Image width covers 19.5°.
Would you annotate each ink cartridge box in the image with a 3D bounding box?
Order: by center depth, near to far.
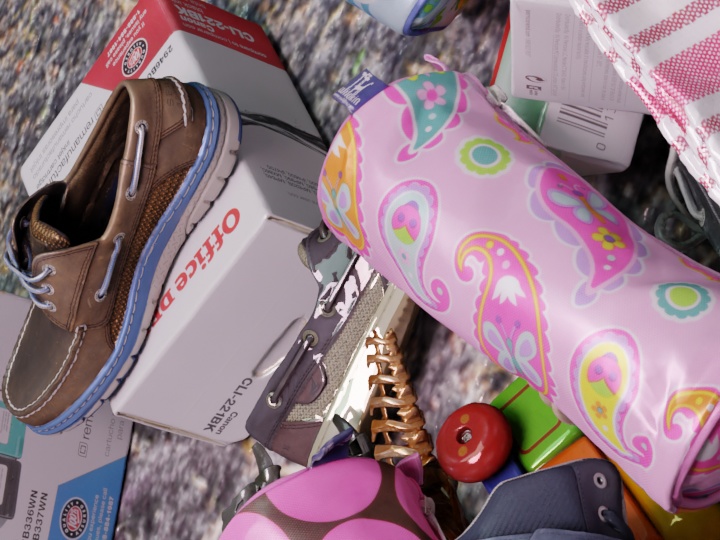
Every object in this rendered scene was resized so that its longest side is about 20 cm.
[{"bbox_3d":[0.081,-0.120,0.920,0.200,0.050,0.162,-179,105,-71],"label":"ink cartridge box"},{"bbox_3d":[-0.089,-0.030,1.111,0.144,0.083,0.200,-51,45,23],"label":"ink cartridge box"},{"bbox_3d":[-0.249,0.084,1.160,0.146,0.199,0.148,-5,72,48],"label":"ink cartridge box"}]

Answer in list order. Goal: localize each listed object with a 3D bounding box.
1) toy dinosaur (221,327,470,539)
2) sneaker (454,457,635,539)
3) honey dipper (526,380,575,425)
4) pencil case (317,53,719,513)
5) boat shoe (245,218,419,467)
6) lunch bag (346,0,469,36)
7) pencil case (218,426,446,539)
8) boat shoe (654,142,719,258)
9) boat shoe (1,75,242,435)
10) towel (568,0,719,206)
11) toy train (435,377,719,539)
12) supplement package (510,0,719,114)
[{"bbox_3d":[0.015,0.126,0.912,0.135,0.102,0.201,23,99,50],"label":"toy dinosaur"},{"bbox_3d":[0.116,0.142,0.737,0.077,0.201,0.147,112,164,-50],"label":"sneaker"},{"bbox_3d":[0.043,-0.009,0.875,0.038,0.038,0.200,-57,44,16],"label":"honey dipper"},{"bbox_3d":[0.072,0.001,0.766,0.200,0.087,0.088,41,107,30],"label":"pencil case"},{"bbox_3d":[0.000,0.000,0.993,0.072,0.064,0.201,-37,-34,-83],"label":"boat shoe"},{"bbox_3d":[0.053,-0.208,0.968,0.082,0.161,0.201,32,105,5],"label":"lunch bag"},{"bbox_3d":[0.018,0.165,0.790,0.091,0.093,0.201,101,148,-55],"label":"pencil case"},{"bbox_3d":[0.156,-0.036,0.838,0.200,0.073,0.068,-117,38,-49],"label":"boat shoe"},{"bbox_3d":[-0.137,-0.011,1.036,0.072,0.072,0.201,43,109,47],"label":"boat shoe"},{"bbox_3d":[0.135,-0.120,0.684,0.146,0.030,0.200,-34,77,-4],"label":"towel"},{"bbox_3d":[0.123,0.102,0.822,0.116,0.085,0.200,-43,46,11],"label":"toy train"},{"bbox_3d":[0.159,-0.118,0.753,0.199,0.110,0.115,7,78,6],"label":"supplement package"}]
